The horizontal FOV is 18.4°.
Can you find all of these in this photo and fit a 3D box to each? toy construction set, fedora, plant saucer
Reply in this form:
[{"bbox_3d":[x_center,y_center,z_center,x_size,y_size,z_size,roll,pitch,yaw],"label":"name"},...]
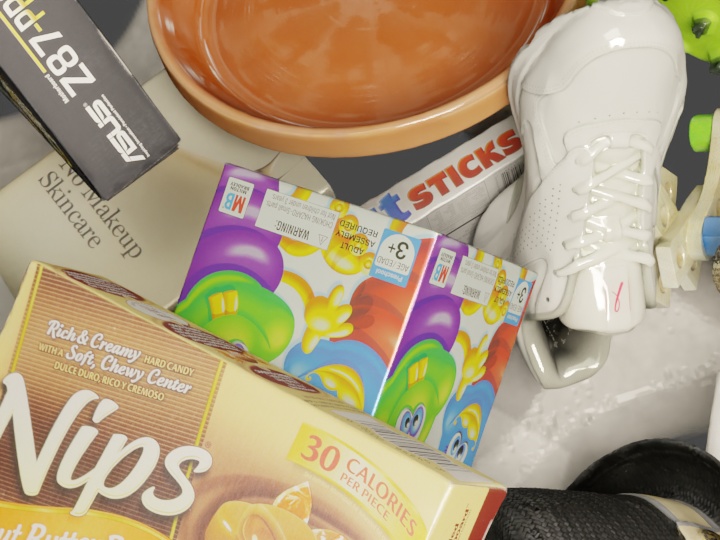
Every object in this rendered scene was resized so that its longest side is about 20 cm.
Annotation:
[{"bbox_3d":[0.217,-0.039,0.995,0.200,0.092,0.131,-2,95,14],"label":"toy construction set"},{"bbox_3d":[0.081,0.152,0.879,0.092,0.201,0.201,18,70,-25],"label":"fedora"},{"bbox_3d":[0.004,-0.128,1.000,0.200,0.032,0.200,-6,52,8],"label":"plant saucer"}]

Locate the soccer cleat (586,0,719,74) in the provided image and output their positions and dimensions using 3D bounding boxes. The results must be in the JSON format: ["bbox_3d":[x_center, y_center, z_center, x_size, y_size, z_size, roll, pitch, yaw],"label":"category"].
[{"bbox_3d":[0.139,-0.137,1.004,0.200,0.068,0.081,17,61,50],"label":"soccer cleat"}]

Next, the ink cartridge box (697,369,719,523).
[{"bbox_3d":[0.207,0.151,0.924,0.145,0.084,0.200,7,72,10],"label":"ink cartridge box"}]

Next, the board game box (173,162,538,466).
[{"bbox_3d":[-0.023,0.073,0.903,0.105,0.103,0.200,19,90,28],"label":"board game box"}]

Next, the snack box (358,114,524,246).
[{"bbox_3d":[0.000,0.000,1.008,0.200,0.072,0.024,-31,65,-4],"label":"snack box"}]

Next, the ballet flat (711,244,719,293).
[{"bbox_3d":[0.243,0.021,0.914,0.200,0.068,0.075,8,34,9],"label":"ballet flat"}]

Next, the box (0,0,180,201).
[{"bbox_3d":[-0.165,-0.128,0.981,0.049,0.161,0.200,-37,29,-6],"label":"box"}]

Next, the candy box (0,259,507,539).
[{"bbox_3d":[-0.059,0.088,0.828,0.200,0.055,0.115,26,94,28],"label":"candy box"}]

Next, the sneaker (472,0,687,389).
[{"bbox_3d":[0.103,-0.026,0.935,0.078,0.200,0.099,-7,51,-11],"label":"sneaker"}]

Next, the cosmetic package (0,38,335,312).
[{"bbox_3d":[-0.115,-0.001,1.025,0.200,0.073,0.104,-39,70,-6],"label":"cosmetic package"}]

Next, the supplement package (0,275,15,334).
[{"bbox_3d":[-0.238,0.075,0.938,0.200,0.121,0.120,-46,67,30],"label":"supplement package"}]
